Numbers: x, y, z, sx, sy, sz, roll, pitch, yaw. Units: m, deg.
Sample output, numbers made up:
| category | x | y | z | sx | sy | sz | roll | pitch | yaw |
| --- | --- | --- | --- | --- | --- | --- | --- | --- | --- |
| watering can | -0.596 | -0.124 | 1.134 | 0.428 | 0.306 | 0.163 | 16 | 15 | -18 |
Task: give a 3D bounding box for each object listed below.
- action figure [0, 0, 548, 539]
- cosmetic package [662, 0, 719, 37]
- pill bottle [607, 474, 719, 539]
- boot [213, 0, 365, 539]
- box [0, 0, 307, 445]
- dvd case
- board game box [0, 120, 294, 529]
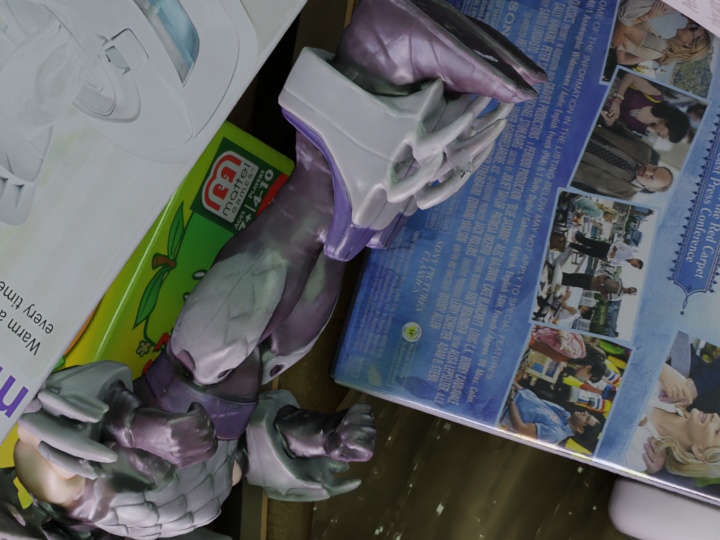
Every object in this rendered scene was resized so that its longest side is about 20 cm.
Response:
| category | x | y | z | sx | sy | sz | roll | pitch | yaw |
| --- | --- | --- | --- | --- | --- | --- | --- | --- | --- |
| action figure | -0.031 | 0.019 | 0.668 | 0.069 | 0.130 | 0.200 | 37 | 102 | 16 |
| cosmetic package | 0.138 | -0.137 | 0.621 | 0.200 | 0.165 | 0.165 | 36 | 84 | 16 |
| pill bottle | 0.156 | 0.001 | 0.768 | 0.114 | 0.114 | 0.200 | 21 | 84 | -4 |
| boot | 0.000 | 0.000 | 0.778 | 0.075 | 0.074 | 0.201 | 13 | 83 | -14 |
| box | -0.141 | -0.052 | 0.667 | 0.097 | 0.200 | 0.177 | 44 | 72 | -41 |
| dvd case | 0.104 | -0.009 | 0.705 | 0.200 | 0.018 | 0.143 | 17 | 90 | 16 |
| board game box | -0.109 | 0.037 | 0.742 | 0.101 | 0.048 | 0.200 | 23 | 87 | 33 |
